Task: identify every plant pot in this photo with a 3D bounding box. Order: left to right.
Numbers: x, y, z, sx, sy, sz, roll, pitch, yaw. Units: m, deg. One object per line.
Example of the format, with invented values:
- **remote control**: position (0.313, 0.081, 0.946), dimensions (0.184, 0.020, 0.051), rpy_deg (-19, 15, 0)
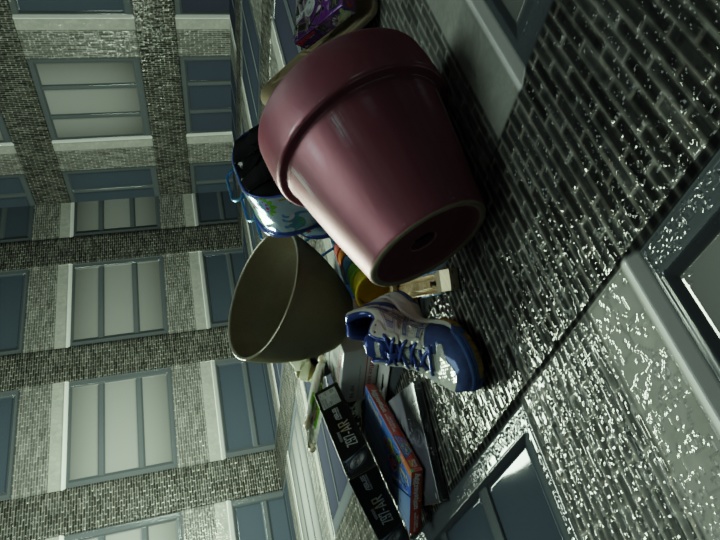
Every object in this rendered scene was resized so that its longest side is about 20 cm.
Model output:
- **plant pot**: position (0.023, -0.094, 0.602), dimensions (0.181, 0.197, 0.201), rpy_deg (60, 156, 21)

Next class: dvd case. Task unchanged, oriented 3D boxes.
- **dvd case**: position (0.066, 0.251, 0.864), dimensions (0.201, 0.016, 0.152), rpy_deg (117, 144, -64)

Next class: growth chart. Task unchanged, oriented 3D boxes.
- **growth chart**: position (-0.076, 0.229, 1.071), dimensions (0.201, 0.017, 0.147), rpy_deg (93, -173, -60)

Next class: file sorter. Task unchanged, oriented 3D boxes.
- **file sorter**: position (-0.142, -0.114, 1.141), dimensions (0.201, 0.121, 0.140), rpy_deg (56, -176, -36)

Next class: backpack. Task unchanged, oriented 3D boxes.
- **backpack**: position (-0.069, -0.135, 0.870), dimensions (0.148, 0.196, 0.185), rpy_deg (72, 177, -49)

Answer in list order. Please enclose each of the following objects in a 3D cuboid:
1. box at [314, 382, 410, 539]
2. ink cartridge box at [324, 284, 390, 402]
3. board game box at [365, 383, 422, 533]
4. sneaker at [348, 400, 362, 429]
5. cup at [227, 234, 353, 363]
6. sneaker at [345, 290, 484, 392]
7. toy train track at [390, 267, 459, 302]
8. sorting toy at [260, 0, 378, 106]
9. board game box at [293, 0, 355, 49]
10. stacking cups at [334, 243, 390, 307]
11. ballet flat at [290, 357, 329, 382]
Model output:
- **box**: position (-0.001, 0.288, 0.926), dimensions (0.200, 0.043, 0.163), rpy_deg (-126, 13, -60)
- **ink cartridge box**: position (-0.016, 0.132, 1.024), dimensions (0.201, 0.065, 0.118), rpy_deg (-115, 24, -49)
- **board game box**: position (0.044, 0.261, 0.884), dimensions (0.200, 0.019, 0.105), rpy_deg (-126, 31, -61)
- **sneaker**: position (-0.024, 0.268, 1.111), dimensions (0.201, 0.072, 0.090), rpy_deg (91, 166, -59)
- **cup**: position (-0.094, 0.055, 0.950), dimensions (0.199, 0.141, 0.204), rpy_deg (-33, 47, 43)
- **sneaker**: position (0.052, 0.087, 0.676), dimensions (0.199, 0.087, 0.077), rpy_deg (27, 129, 58)
- **toy train track**: position (0.065, 0.021, 0.748), dimensions (0.200, 0.032, 0.118), rpy_deg (158, 105, -73)
- **sorting toy**: position (-0.063, -0.309, 0.898), dimensions (0.036, 0.200, 0.185), rpy_deg (42, -178, -25)
- **board game box**: position (-0.048, -0.428, 0.858), dimensions (0.119, 0.032, 0.205), rpy_deg (-11, 73, 47)
- **stacking cups**: position (0.000, 0.000, 0.951), dimensions (0.200, 0.059, 0.062), rpy_deg (-124, 31, -67)
- **ballet flat**: position (-0.103, 0.162, 1.138), dimensions (0.202, 0.072, 0.074), rpy_deg (76, 176, -51)
